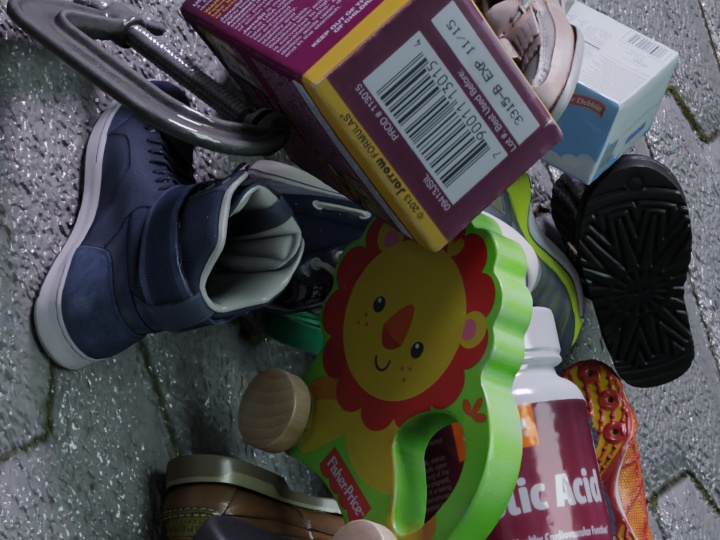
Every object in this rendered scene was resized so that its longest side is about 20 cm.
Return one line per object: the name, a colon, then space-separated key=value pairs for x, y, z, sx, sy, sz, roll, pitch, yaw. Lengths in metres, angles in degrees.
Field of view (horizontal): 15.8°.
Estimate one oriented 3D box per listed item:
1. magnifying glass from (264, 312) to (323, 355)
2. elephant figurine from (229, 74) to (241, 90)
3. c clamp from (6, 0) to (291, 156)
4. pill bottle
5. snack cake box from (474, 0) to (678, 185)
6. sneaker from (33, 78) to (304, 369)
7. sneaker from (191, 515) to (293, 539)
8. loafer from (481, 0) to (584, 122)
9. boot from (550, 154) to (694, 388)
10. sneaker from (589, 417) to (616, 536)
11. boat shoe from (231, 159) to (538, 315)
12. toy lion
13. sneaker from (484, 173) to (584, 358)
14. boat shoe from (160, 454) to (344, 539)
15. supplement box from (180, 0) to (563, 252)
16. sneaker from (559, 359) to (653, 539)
magnifying glass: x=0.004 y=0.046 z=1.647 sx=0.200 sy=0.079 sz=0.022 roll=5 pitch=102 yaw=-65
elephant figurine: x=0.025 y=-0.120 z=1.659 sx=0.200 sy=0.155 sz=0.142 roll=38 pitch=70 yaw=-29
c clamp: x=-0.110 y=-0.114 z=1.458 sx=0.200 sy=0.027 sz=0.171 roll=39 pitch=17 yaw=35
pill bottle: x=0.090 y=0.130 z=1.580 sx=0.114 sy=0.114 sz=0.201 roll=3 pitch=73 yaw=-56
snack cake box: x=0.100 y=-0.147 z=1.756 sx=0.115 sy=0.200 sz=0.067 roll=-39 pitch=154 yaw=-54
sneaker: x=-0.091 y=-0.042 z=1.459 sx=0.077 sy=0.146 sz=0.203 roll=45 pitch=41 yaw=-34
sneaker: x=-0.045 y=0.210 z=1.454 sx=0.201 sy=0.108 sz=0.067 roll=27 pitch=17 yaw=-43
loafer: x=0.097 y=-0.150 z=1.631 sx=0.063 sy=0.072 sz=0.200 roll=30 pitch=29 yaw=-15
boot: x=0.183 y=-0.036 z=1.863 sx=0.158 sy=0.079 sz=0.212 roll=-101 pitch=-178 yaw=-47
sneaker: x=0.112 y=0.128 z=1.764 sx=0.077 sy=0.080 sz=0.200 roll=38 pitch=27 yaw=-28
boat shoe: x=0.000 y=0.000 z=1.550 sx=0.093 sy=0.199 sz=0.075 roll=-60 pitch=158 yaw=-51
toy lion: x=0.030 y=0.065 z=1.444 sx=0.069 sy=0.192 sz=0.200 roll=22 pitch=27 yaw=-42
sneaker: x=0.091 y=-0.001 z=1.788 sx=0.081 sy=0.074 sz=0.200 roll=-59 pitch=135 yaw=-33
boat shoe: x=-0.042 y=0.166 z=1.524 sx=0.200 sy=0.072 sz=0.068 roll=22 pitch=63 yaw=-41
supplement box: x=0.003 y=-0.112 z=1.460 sx=0.103 sy=0.200 sz=0.131 roll=-43 pitch=121 yaw=-8
sneaker: x=0.171 y=0.164 z=1.863 sx=0.077 sy=0.073 sz=0.201 roll=45 pitch=37 yaw=-76
